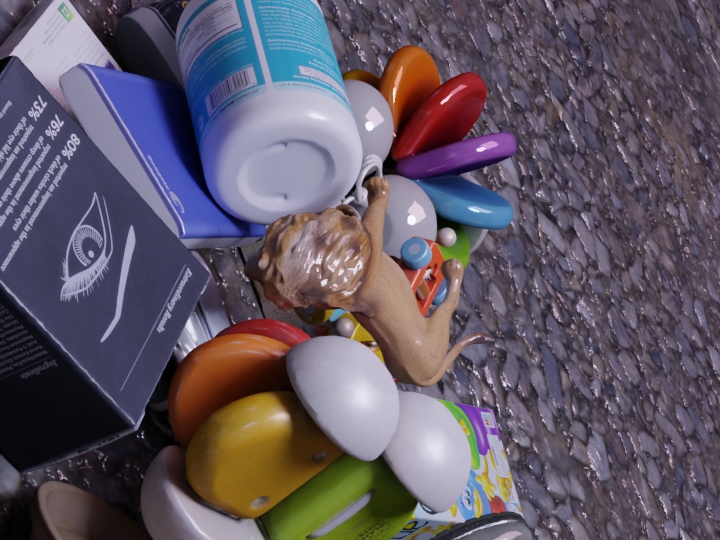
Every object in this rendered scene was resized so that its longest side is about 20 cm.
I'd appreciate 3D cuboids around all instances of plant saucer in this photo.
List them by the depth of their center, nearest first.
[{"bbox_3d":[-0.125,0.203,1.272,0.200,0.029,0.200,42,3,-3],"label":"plant saucer"}]

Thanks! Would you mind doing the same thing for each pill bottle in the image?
[{"bbox_3d":[-0.069,-0.135,1.505,0.111,0.111,0.200,37,27,-41],"label":"pill bottle"}]

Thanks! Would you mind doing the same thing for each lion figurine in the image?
[{"bbox_3d":[0.014,0.021,1.425,0.200,0.072,0.123,42,39,-21],"label":"lion figurine"}]

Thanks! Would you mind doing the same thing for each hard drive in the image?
[{"bbox_3d":[-0.132,-0.075,1.462,0.132,0.025,0.200,59,11,6],"label":"hard drive"}]

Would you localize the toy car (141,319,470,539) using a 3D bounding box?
[{"bbox_3d":[-0.044,0.108,1.362,0.200,0.175,0.150,38,20,-46],"label":"toy car"}]

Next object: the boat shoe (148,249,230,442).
[{"bbox_3d":[-0.114,0.086,1.453,0.065,0.074,0.200,-25,99,-28],"label":"boat shoe"}]

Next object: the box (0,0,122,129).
[{"bbox_3d":[-0.185,-0.083,1.502,0.200,0.036,0.144,52,29,-18],"label":"box"}]

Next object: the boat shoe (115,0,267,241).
[{"bbox_3d":[-0.096,-0.124,1.607,0.091,0.071,0.201,-28,84,-33],"label":"boat shoe"}]

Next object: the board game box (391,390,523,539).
[{"bbox_3d":[0.019,0.156,1.571,0.200,0.105,0.103,15,54,-55],"label":"board game box"}]

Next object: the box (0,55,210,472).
[{"bbox_3d":[-0.207,-0.002,1.297,0.200,0.104,0.148,51,37,-23],"label":"box"}]

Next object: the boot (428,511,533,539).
[{"bbox_3d":[0.059,0.243,1.334,0.200,0.068,0.131,-28,51,-27],"label":"boot"}]

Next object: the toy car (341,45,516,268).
[{"bbox_3d":[0.060,-0.096,1.812,0.175,0.150,0.200,-10,75,-62],"label":"toy car"}]

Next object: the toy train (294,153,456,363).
[{"bbox_3d":[0.000,0.000,1.562,0.151,0.056,0.200,-65,150,-18],"label":"toy train"}]

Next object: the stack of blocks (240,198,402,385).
[{"bbox_3d":[-0.031,0.002,1.669,0.115,0.058,0.200,-4,69,-61],"label":"stack of blocks"}]
